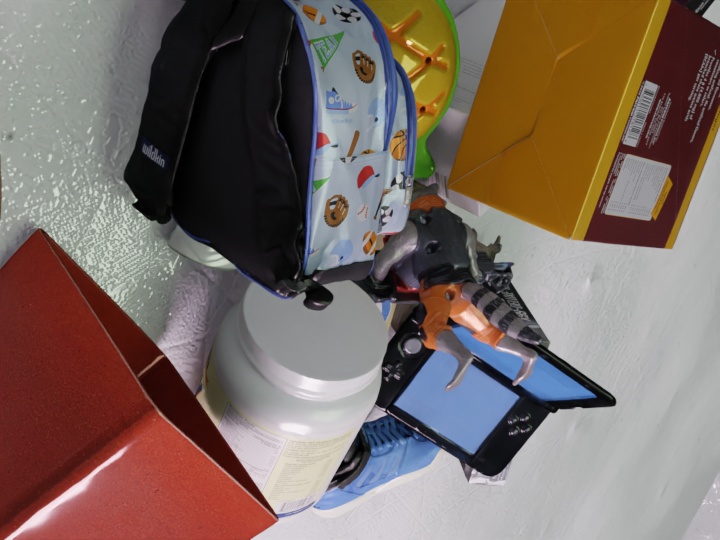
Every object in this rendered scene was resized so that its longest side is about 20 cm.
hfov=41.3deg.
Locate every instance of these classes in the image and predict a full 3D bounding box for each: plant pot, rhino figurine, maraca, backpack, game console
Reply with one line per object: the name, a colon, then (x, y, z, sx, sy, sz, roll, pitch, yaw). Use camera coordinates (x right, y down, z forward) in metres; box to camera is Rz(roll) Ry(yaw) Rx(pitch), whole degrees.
plant pot: (-0.208, 0.130, 0.673, 0.176, 0.200, 0.200, -38, 142, -7)
rhino figurine: (0.103, 0.021, 1.088, 0.200, 0.060, 0.088, -42, 145, -27)
maraca: (0.015, -0.149, 0.801, 0.136, 0.107, 0.201, 0, 120, -7)
backpack: (-0.049, -0.100, 0.648, 0.153, 0.199, 0.192, -24, 128, -41)
game console: (0.126, 0.129, 0.992, 0.199, 0.116, 0.176, 34, 102, -15)

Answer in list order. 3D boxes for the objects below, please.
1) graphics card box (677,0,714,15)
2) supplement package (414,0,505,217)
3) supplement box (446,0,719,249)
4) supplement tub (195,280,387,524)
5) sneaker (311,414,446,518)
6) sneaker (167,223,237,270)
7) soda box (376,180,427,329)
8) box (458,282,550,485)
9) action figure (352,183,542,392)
graphics card box: (0.321, -0.308, 1.065, 0.200, 0.125, 0.051, -49, 144, -14)
supplement package: (0.130, -0.171, 0.926, 0.200, 0.121, 0.120, -40, 140, -25)
supplement box: (0.210, -0.136, 0.830, 0.199, 0.132, 0.199, 2, 110, -49)
supplement tub: (-0.066, 0.107, 0.818, 0.144, 0.145, 0.201, -23, 149, -41)
sneaker: (0.017, 0.191, 1.060, 0.199, 0.077, 0.112, -28, 142, -5)
sneaker: (-0.069, -0.044, 0.814, 0.200, 0.070, 0.081, 1, 111, -51)
soda box: (0.000, 0.000, 0.937, 0.067, 0.064, 0.201, -9, 122, -48)
box: (0.156, 0.131, 1.153, 0.049, 0.158, 0.201, 7, 115, -13)
action figure: (0.096, 0.005, 0.841, 0.199, 0.194, 0.105, -7, 150, -38)
